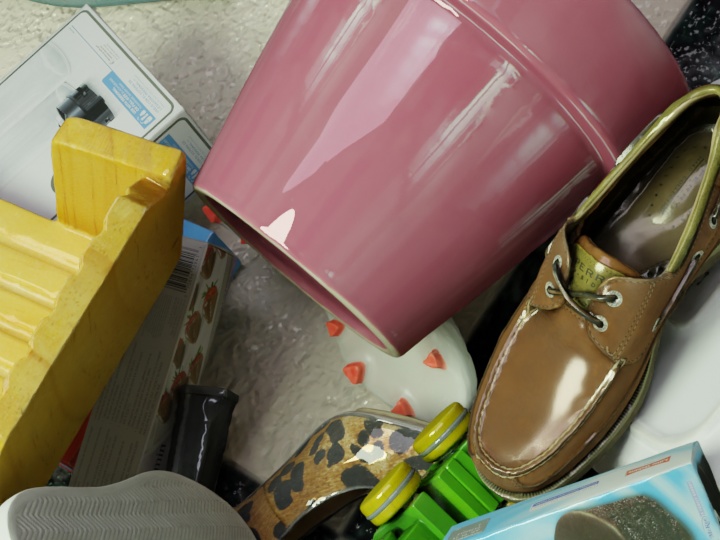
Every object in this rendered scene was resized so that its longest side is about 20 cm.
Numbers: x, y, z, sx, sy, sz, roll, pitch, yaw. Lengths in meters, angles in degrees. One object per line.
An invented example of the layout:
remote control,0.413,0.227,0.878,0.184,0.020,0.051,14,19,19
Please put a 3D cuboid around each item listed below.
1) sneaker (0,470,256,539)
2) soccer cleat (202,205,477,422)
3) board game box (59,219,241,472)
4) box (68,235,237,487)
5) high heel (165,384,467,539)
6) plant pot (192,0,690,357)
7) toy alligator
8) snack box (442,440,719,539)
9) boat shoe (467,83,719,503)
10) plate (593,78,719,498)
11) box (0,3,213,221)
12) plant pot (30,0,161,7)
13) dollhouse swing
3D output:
sneaker,-0.131,0.148,0.803,0.115,0.200,0.074,-35,65,20
soccer cleat,0.000,0.000,0.953,0.200,0.077,0.070,45,124,21
board game box,-0.188,0.016,1.038,0.199,0.040,0.154,22,74,31
box,-0.117,0.079,0.945,0.041,0.039,0.201,13,84,24
high heel,-0.016,0.140,0.892,0.199,0.071,0.144,6,79,22
plant pot,0.025,-0.067,0.842,0.200,0.200,0.179,36,83,34
toy alligator,0.022,0.124,0.800,0.059,0.054,0.200,44,58,-1
snack box,0.123,0.184,0.743,0.116,0.037,0.201,-22,94,18
boat shoe,0.104,0.006,0.775,0.072,0.068,0.201,29,84,27
plate,0.158,0.007,0.819,0.200,0.032,0.200,-53,32,2
box,-0.187,-0.040,1.006,0.200,0.060,0.117,-41,55,-1
plant pot,-0.205,-0.282,1.121,0.199,0.196,0.198,-9,60,28
dollhouse swing,-0.206,0.016,0.850,0.175,0.182,0.201,28,68,4
